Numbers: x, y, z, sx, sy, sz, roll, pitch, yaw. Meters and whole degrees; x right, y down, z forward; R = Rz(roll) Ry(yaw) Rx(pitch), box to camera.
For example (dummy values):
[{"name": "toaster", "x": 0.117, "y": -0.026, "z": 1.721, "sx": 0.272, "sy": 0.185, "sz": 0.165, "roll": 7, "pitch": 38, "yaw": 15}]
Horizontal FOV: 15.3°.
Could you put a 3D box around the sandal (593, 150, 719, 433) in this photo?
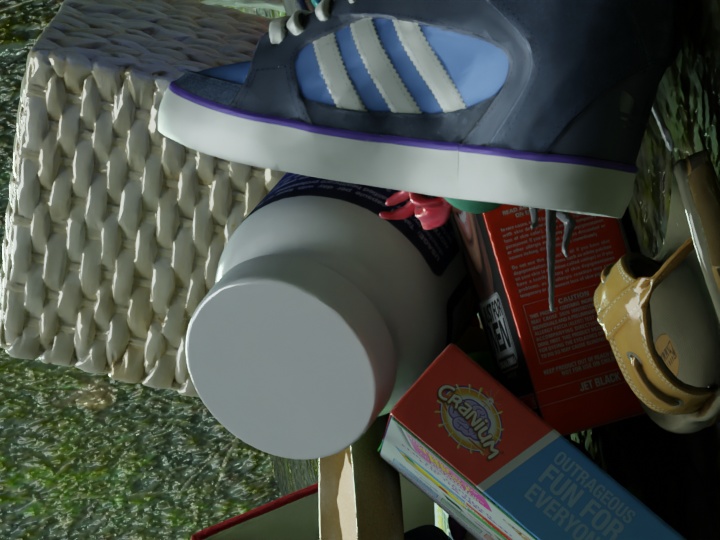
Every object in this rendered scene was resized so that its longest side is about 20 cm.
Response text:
[{"name": "sandal", "x": 0.115, "y": 0.021, "z": 1.019, "sx": 0.200, "sy": 0.054, "sz": 0.080, "roll": 97, "pitch": 156, "yaw": -71}]

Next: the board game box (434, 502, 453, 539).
[{"name": "board game box", "x": 0.100, "y": 0.191, "z": 1.418, "sx": 0.200, "sy": 0.029, "sz": 0.135, "roll": 55, "pitch": 163, "yaw": 32}]

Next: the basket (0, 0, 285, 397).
[{"name": "basket", "x": -0.084, "y": -0.050, "z": 1.473, "sx": 0.161, "sy": 0.198, "sz": 0.200, "roll": -68, "pitch": -10, "yaw": -64}]

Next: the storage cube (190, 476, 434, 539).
[{"name": "storage cube", "x": 0.015, "y": 0.251, "z": 1.717, "sx": 0.171, "sy": 0.200, "sz": 0.180, "roll": -115, "pitch": 6, "yaw": -49}]

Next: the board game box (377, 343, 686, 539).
[{"name": "board game box", "x": 0.079, "y": 0.106, "z": 1.178, "sx": 0.153, "sy": 0.040, "sz": 0.200, "roll": 40, "pitch": 173, "yaw": 4}]

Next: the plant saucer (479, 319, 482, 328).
[{"name": "plant saucer", "x": 0.088, "y": 0.121, "z": 1.521, "sx": 0.200, "sy": 0.032, "sz": 0.200, "roll": 166, "pitch": 90, "yaw": -83}]

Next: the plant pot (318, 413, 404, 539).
[{"name": "plant pot", "x": 0.001, "y": 0.141, "z": 1.355, "sx": 0.200, "sy": 0.027, "sz": 0.200, "roll": 178, "pitch": 90, "yaw": -85}]

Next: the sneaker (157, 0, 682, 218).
[{"name": "sneaker", "x": 0.024, "y": -0.103, "z": 0.994, "sx": 0.081, "sy": 0.200, "sz": 0.147, "roll": 3, "pitch": -83, "yaw": -61}]

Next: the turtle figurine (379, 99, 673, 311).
[{"name": "turtle figurine", "x": 0.056, "y": -0.093, "z": 1.071, "sx": 0.150, "sy": 0.101, "sz": 0.200, "roll": 128, "pitch": 139, "yaw": -63}]

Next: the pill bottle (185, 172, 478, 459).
[{"name": "pill bottle", "x": 0.000, "y": 0.000, "z": 1.268, "sx": 0.200, "sy": 0.116, "sz": 0.116, "roll": -51, "pitch": -45, "yaw": -55}]

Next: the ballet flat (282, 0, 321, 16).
[{"name": "ballet flat", "x": -0.025, "y": -0.184, "z": 1.363, "sx": 0.064, "sy": 0.067, "sz": 0.200, "roll": 102, "pitch": 162, "yaw": -59}]

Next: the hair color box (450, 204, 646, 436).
[{"name": "hair color box", "x": 0.076, "y": -0.026, "z": 1.190, "sx": 0.102, "sy": 0.061, "sz": 0.200, "roll": 127, "pitch": 128, "yaw": -82}]

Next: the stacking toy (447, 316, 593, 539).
[{"name": "stacking toy", "x": 0.051, "y": 0.065, "z": 1.367, "sx": 0.085, "sy": 0.085, "sz": 0.200, "roll": 84, "pitch": 159, "yaw": -52}]

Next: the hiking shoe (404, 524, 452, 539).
[{"name": "hiking shoe", "x": 0.037, "y": 0.183, "z": 1.395, "sx": 0.200, "sy": 0.076, "sz": 0.101, "roll": 93, "pitch": 151, "yaw": -75}]
